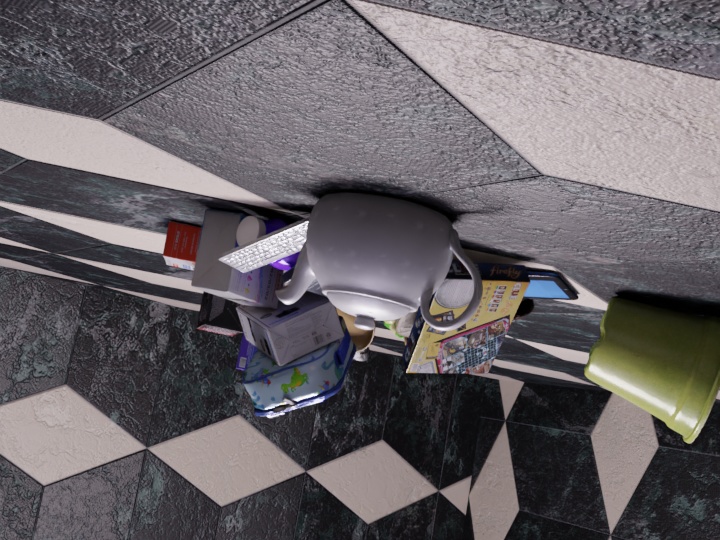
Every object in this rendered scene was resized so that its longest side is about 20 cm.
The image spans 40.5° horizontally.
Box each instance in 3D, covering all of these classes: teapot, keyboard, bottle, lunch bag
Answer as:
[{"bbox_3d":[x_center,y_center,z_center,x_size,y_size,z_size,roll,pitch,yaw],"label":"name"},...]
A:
[{"bbox_3d":[0.022,-0.002,1.181,0.194,0.149,0.199,13,171,-21],"label":"teapot"},{"bbox_3d":[-0.101,-0.037,1.314,0.198,0.011,0.056,-20,143,31],"label":"keyboard"},{"bbox_3d":[-0.094,-0.030,1.417,0.083,0.067,0.199,-2,165,41],"label":"bottle"},{"bbox_3d":[-0.091,0.147,1.542,0.158,0.084,0.200,-19,-165,14],"label":"lunch bag"}]

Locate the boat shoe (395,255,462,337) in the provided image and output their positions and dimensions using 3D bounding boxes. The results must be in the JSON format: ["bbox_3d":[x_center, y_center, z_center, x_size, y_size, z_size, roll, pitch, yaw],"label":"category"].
[{"bbox_3d":[0.095,0.022,1.425,0.073,0.067,0.201,12,142,-14],"label":"boat shoe"}]

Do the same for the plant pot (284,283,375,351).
[{"bbox_3d":[-0.047,0.044,1.614,0.198,0.203,0.027,2,-148,48],"label":"plant pot"}]

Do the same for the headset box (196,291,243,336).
[{"bbox_3d":[-0.247,0.039,1.795,0.076,0.152,0.200,12,171,-11],"label":"headset box"}]

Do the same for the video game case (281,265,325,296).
[{"bbox_3d":[0.000,0.000,1.421,0.142,0.019,0.199,-32,152,25],"label":"video game case"}]

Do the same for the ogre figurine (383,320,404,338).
[{"bbox_3d":[0.014,0.072,1.774,0.197,0.099,0.121,-5,139,27],"label":"ogre figurine"}]

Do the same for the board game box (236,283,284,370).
[{"bbox_3d":[-0.176,0.083,1.794,0.044,0.204,0.134,11,176,4],"label":"board game box"}]

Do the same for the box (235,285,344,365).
[{"bbox_3d":[-0.115,0.080,1.539,0.115,0.061,0.200,-23,-165,-16],"label":"box"}]

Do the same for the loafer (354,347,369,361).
[{"bbox_3d":[-0.072,0.127,1.743,0.197,0.073,0.073,2,-153,37],"label":"loafer"}]

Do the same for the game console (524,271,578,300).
[{"bbox_3d":[0.228,0.065,1.501,0.118,0.172,0.200,36,-177,25],"label":"game console"}]

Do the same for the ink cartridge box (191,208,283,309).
[{"bbox_3d":[-0.169,-0.010,1.475,0.067,0.117,0.200,7,172,23],"label":"ink cartridge box"}]

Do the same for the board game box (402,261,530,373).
[{"bbox_3d":[0.148,0.071,1.399,0.133,0.035,0.202,3,134,-15],"label":"board game box"}]

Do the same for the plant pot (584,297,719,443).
[{"bbox_3d":[0.446,0.133,1.486,0.181,0.203,0.200,20,174,13],"label":"plant pot"}]

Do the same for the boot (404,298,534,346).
[{"bbox_3d":[0.187,0.088,1.708,0.197,0.074,0.166,-17,177,-24],"label":"boot"}]

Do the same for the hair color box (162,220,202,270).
[{"bbox_3d":[-0.227,-0.025,1.641,0.196,0.065,0.111,10,171,-7],"label":"hair color box"}]
